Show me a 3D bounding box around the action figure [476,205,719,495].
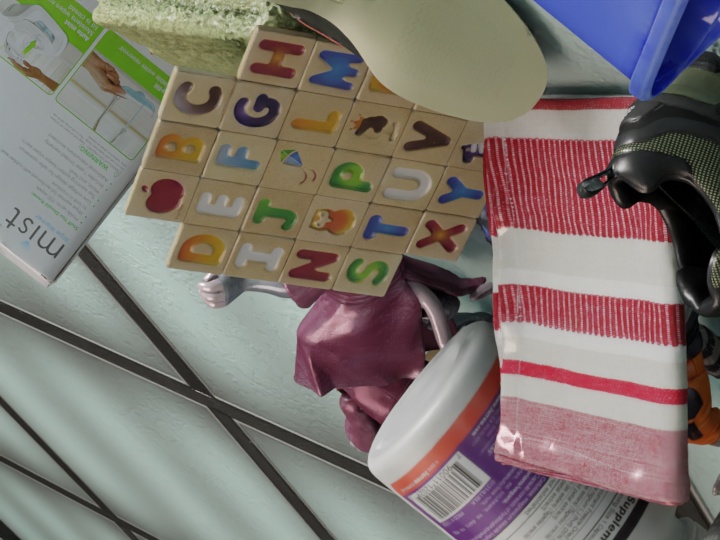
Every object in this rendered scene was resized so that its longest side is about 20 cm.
[{"bbox_3d":[0.146,0.012,1.201,0.200,0.104,0.194,54,170,42],"label":"action figure"}]

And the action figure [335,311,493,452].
[{"bbox_3d":[0.039,0.097,1.405,0.199,0.135,0.149,33,-162,10],"label":"action figure"}]

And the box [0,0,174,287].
[{"bbox_3d":[-0.216,-0.118,1.331,0.200,0.177,0.097,37,173,-7],"label":"box"}]

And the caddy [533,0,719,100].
[{"bbox_3d":[0.124,-0.140,0.732,0.105,0.142,0.200,36,163,9],"label":"caddy"}]

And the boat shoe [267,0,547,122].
[{"bbox_3d":[0.005,-0.143,1.079,0.200,0.074,0.063,27,-158,-7],"label":"boat shoe"}]

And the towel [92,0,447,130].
[{"bbox_3d":[-0.052,-0.122,1.213,0.148,0.037,0.199,25,174,-35],"label":"towel"}]

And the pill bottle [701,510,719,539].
[{"bbox_3d":[0.241,0.151,1.141,0.113,0.200,0.114,32,161,13],"label":"pill bottle"}]

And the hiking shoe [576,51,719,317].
[{"bbox_3d":[0.193,-0.007,0.997,0.199,0.101,0.076,37,163,-1],"label":"hiking shoe"}]

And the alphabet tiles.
[{"bbox_3d":[-0.020,-0.054,1.167,0.198,0.006,0.167,8,131,-22],"label":"alphabet tiles"}]

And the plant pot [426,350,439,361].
[{"bbox_3d":[0.111,0.138,1.524,0.200,0.093,0.201,32,160,13],"label":"plant pot"}]

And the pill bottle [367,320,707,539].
[{"bbox_3d":[0.112,0.131,1.251,0.200,0.112,0.111,39,162,-7],"label":"pill bottle"}]

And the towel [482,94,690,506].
[{"bbox_3d":[0.113,0.011,1.106,0.144,0.023,0.202,6,101,56],"label":"towel"}]

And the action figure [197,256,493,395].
[{"bbox_3d":[0.000,0.000,1.285,0.148,0.135,0.201,14,150,20],"label":"action figure"}]
